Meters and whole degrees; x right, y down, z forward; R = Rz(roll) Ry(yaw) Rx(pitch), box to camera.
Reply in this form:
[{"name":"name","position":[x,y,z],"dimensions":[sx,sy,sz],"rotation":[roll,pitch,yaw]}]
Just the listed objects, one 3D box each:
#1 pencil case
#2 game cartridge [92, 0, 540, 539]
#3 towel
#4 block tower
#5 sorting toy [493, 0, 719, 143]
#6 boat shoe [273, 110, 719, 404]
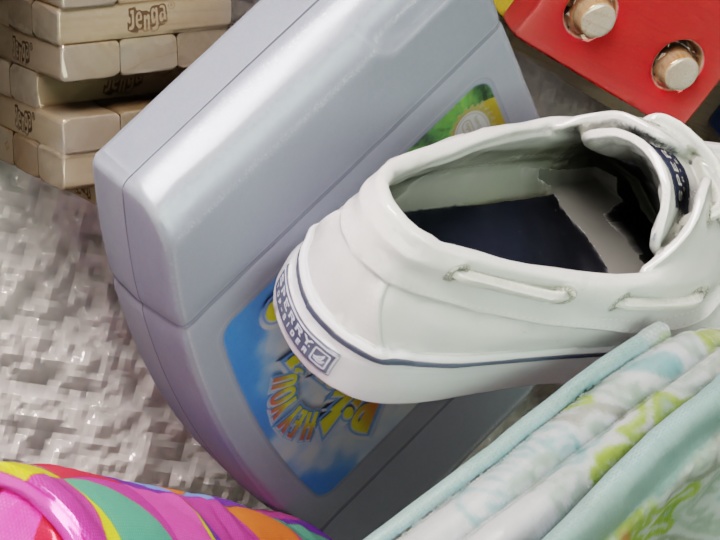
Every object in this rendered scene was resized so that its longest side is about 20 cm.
[{"name":"pencil case","position":[-0.061,0.098,0.701],"dimensions":[0.088,0.088,0.200],"rotation":[-67,159,2]},{"name":"game cartridge","position":[0.000,0.000,0.783],"dimensions":[0.133,0.040,0.200],"rotation":[-42,144,-10]},{"name":"towel","position":[0.039,0.124,0.730],"dimensions":[0.200,0.048,0.171],"rotation":[-35,139,-30]},{"name":"block tower","position":[-0.069,-0.116,0.737],"dimensions":[0.054,0.058,0.200],"rotation":[-10,108,-29]},{"name":"sorting toy","position":[0.143,-0.117,0.820],"dimensions":[0.200,0.070,0.199],"rotation":[28,108,-33]},{"name":"boat shoe","position":[0.071,-0.010,0.747],"dimensions":[0.200,0.074,0.065],"rotation":[-15,152,-41]}]
